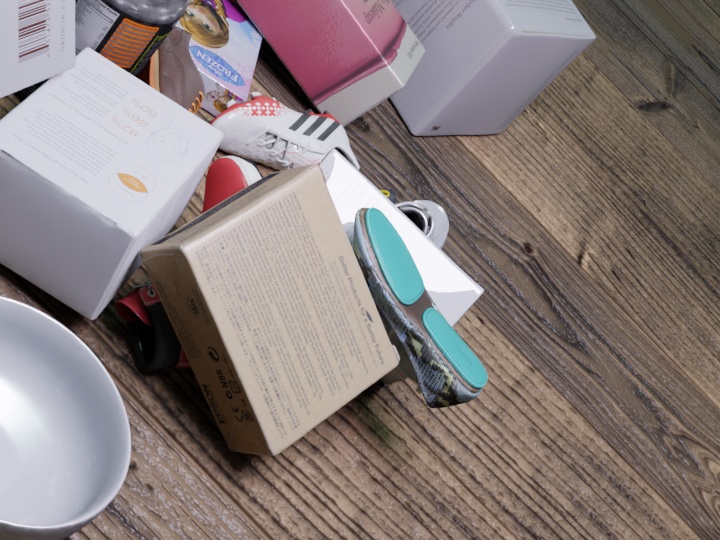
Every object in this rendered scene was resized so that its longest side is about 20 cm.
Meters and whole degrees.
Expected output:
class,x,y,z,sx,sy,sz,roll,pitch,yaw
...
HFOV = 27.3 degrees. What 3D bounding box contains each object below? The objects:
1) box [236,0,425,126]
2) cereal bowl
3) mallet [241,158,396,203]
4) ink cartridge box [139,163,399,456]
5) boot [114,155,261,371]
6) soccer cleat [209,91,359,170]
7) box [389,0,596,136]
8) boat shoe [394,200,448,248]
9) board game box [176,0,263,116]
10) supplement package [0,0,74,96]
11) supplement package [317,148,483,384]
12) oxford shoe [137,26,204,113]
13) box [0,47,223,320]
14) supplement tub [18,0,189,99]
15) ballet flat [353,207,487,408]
class,x,y,z,sx,sy,sz,roll,pitch,yaw
box,-0.033,-0.284,1.696,0.200,0.109,0.128,52,28,-15
cereal bowl,-0.272,0.120,1.088,0.199,0.083,0.201,28,38,-24
mallet,-0.047,-0.071,1.536,0.199,0.041,0.066,7,49,-28
ink cartridge box,-0.075,0.033,1.286,0.164,0.075,0.201,-33,108,-36
boot,-0.151,-0.010,1.316,0.144,0.072,0.201,6,77,-40
soccer cleat,-0.078,-0.135,1.577,0.199,0.069,0.085,2,48,-51
box,0.141,-0.294,1.855,0.199,0.199,0.172,-6,59,-49
boat shoe,0.053,-0.041,1.618,0.074,0.065,0.200,47,34,4
board game box,-0.201,-0.279,1.618,0.199,0.041,0.200,32,36,-20
supplement package,-0.352,-0.236,1.252,0.199,0.118,0.117,21,32,23
supplement package,0.000,0.000,1.436,0.200,0.117,0.117,44,77,-2
oxford shoe,-0.185,-0.166,1.466,0.072,0.071,0.201,4,61,-25
box,-0.236,-0.080,1.294,0.152,0.107,0.200,33,35,-1
supplement tub,-0.241,-0.242,1.394,0.122,0.200,0.123,28,37,-24
ballet flat,0.035,0.040,1.346,0.201,0.074,0.074,59,35,1
